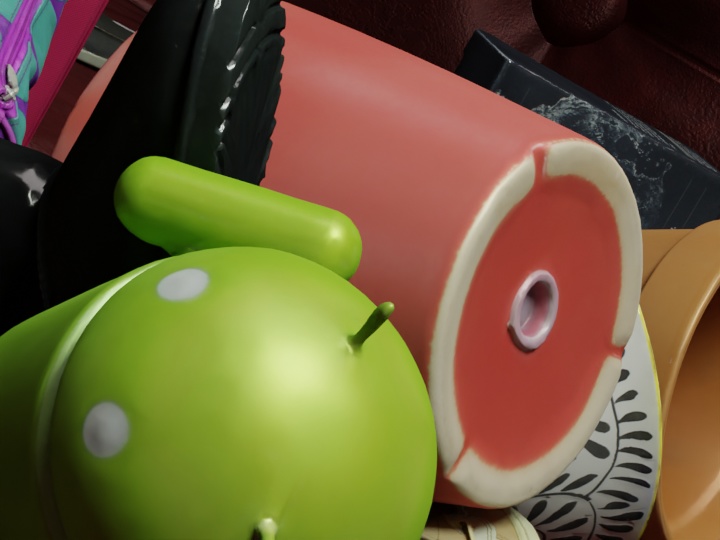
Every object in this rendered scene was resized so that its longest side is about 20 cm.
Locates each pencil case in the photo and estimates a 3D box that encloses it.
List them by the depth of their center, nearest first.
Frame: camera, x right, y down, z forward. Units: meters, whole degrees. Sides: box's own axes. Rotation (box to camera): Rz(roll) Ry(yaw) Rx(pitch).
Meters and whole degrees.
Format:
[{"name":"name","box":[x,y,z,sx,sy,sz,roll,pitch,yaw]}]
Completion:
[{"name":"pencil case","box":[-0.197,-0.118,1.090,0.085,0.092,0.200,55,25,-33]}]

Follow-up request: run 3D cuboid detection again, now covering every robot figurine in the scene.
[{"name":"robot figurine","box":[-0.054,0.058,0.613,0.116,0.176,0.200,31,-23,-21]}]

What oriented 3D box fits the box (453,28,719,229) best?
[{"name":"box","box":[0.126,-0.035,1.510,0.200,0.197,0.117,27,11,-15]}]

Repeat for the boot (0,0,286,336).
[{"name":"boot","box":[-0.117,-0.031,0.711,0.162,0.199,0.073,17,33,9]}]

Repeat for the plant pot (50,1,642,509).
[{"name":"plant pot","box":[0.000,0.000,0.821,0.177,0.201,0.200,16,-1,36]}]

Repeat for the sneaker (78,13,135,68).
[{"name":"sneaker","box":[-0.237,-0.240,1.744,0.200,0.106,0.075,25,11,-26]}]

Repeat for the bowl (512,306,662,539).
[{"name":"bowl","box":[0.043,0.055,0.966,0.094,0.201,0.201,-12,32,-27]}]

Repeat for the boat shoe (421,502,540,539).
[{"name":"boat shoe","box":[0.027,0.123,0.778,0.066,0.074,0.200,33,8,-17]}]

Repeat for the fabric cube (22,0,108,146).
[{"name":"fabric cube","box":[-0.251,-0.208,1.264,0.200,0.200,0.196,26,9,-19]}]

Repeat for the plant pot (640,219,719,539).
[{"name":"plant pot","box":[0.168,0.059,1.237,0.140,0.201,0.200,15,0,35]}]
